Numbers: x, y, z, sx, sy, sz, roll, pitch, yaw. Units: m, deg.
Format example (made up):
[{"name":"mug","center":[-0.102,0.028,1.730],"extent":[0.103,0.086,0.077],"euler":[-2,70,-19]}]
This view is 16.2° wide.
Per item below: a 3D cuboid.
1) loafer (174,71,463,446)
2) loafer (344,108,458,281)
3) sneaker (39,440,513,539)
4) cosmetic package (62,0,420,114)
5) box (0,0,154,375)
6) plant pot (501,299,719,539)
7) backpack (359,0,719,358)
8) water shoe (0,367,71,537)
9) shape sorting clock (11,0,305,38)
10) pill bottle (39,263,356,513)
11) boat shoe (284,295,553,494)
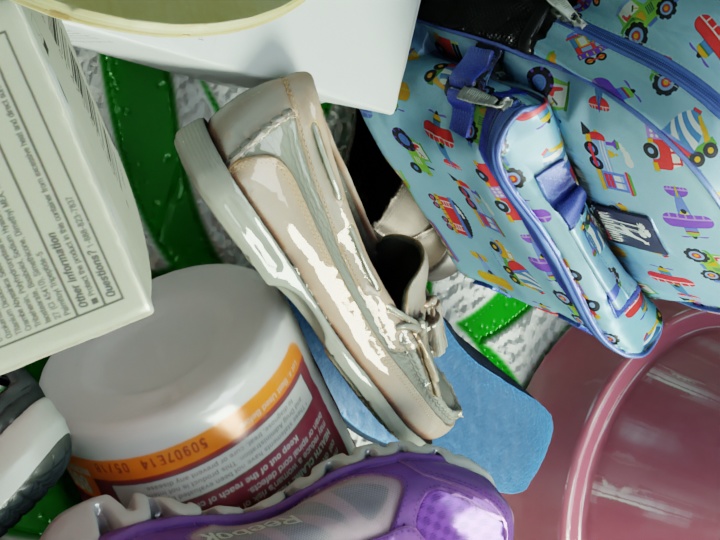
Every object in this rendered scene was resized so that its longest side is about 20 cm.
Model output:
[{"name":"loafer","center":[0.000,0.000,1.027],"extent":[0.063,0.072,0.200],"euler":[-34,131,5]},{"name":"loafer","center":[0.031,-0.094,1.139],"extent":[0.071,0.073,0.202],"euler":[3,97,-45]},{"name":"sneaker","center":[-0.024,0.126,0.979],"extent":[0.199,0.088,0.081],"euler":[-9,113,-24]},{"name":"cosmetic package","center":[-0.080,-0.122,1.000],"extent":[0.199,0.112,0.082],"euler":[10,93,-46]},{"name":"box","center":[-0.185,-0.023,0.855],"extent":[0.199,0.109,0.129],"euler":[-21,118,0]},{"name":"plant pot","center":[0.196,0.124,1.276],"extent":[0.199,0.178,0.202],"euler":[-12,108,-41]},{"name":"backpack","center":[0.119,-0.052,1.053],"extent":[0.135,0.199,0.183],"euler":[-46,133,-16]},{"name":"water shoe","center":[-0.204,0.106,0.969],"extent":[0.200,0.072,0.079],"euler":[-40,82,-12]},{"name":"shape sorting clock","center":[-0.097,-0.148,0.838],"extent":[0.199,0.201,0.039],"euler":[-7,145,-43]},{"name":"pill bottle","center":[-0.049,0.108,1.078],"extent":[0.114,0.114,0.201],"euler":[-43,125,-29]},{"name":"boat shoe","center":[0.008,0.050,1.156],"extent":[0.084,0.068,0.200],"euler":[-56,133,-13]}]
